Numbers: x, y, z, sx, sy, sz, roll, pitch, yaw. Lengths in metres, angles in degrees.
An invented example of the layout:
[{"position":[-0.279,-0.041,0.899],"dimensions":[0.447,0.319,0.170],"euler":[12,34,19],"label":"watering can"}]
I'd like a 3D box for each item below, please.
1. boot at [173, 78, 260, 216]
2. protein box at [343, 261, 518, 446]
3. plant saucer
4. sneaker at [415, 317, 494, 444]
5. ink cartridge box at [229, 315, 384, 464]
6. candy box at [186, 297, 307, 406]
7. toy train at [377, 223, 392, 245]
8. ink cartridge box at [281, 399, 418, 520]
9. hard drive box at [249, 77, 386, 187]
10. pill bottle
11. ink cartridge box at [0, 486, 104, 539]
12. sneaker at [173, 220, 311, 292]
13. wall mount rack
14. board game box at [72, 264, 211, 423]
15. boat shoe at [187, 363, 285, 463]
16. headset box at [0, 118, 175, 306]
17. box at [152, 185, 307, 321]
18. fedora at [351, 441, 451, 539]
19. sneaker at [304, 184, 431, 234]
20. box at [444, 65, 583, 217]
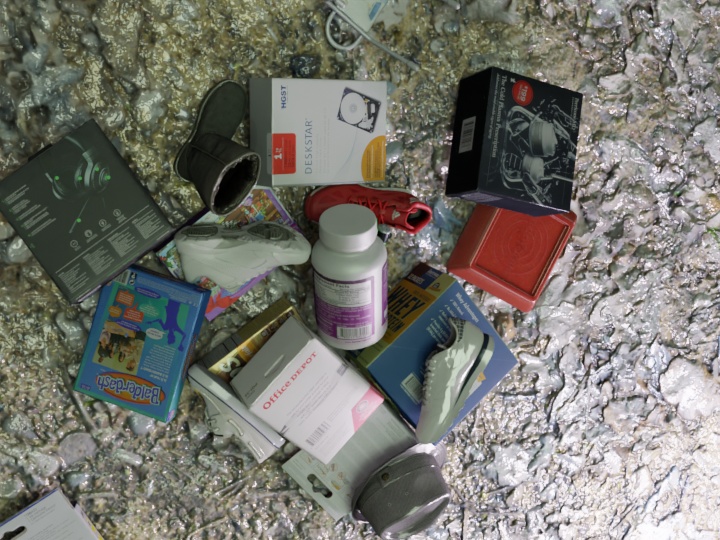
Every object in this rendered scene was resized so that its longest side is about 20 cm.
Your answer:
[{"position":[-0.187,-0.177,1.255],"dimensions":[0.072,0.200,0.183],"euler":[24,93,-25],"label":"boot"},{"position":[0.112,0.135,1.486],"dimensions":[0.200,0.135,0.199],"euler":[-43,114,-8],"label":"protein box"},{"position":[0.274,-0.047,1.566],"dimensions":[0.199,0.037,0.201],"euler":[27,91,-26],"label":"plant saucer"},{"position":[0.128,0.172,1.395],"dimensions":[0.080,0.076,0.201],"euler":[28,87,-14],"label":"sneaker"},{"position":[-0.079,0.185,1.388],"dimensions":[0.147,0.083,0.200],"euler":[-47,129,-2],"label":"ink cartridge box"},{"position":[-0.163,0.150,1.420],"dimensions":[0.199,0.055,0.116],"euler":[-37,114,-11],"label":"candy box"},{"position":[0.000,0.000,1.414],"dimensions":[0.056,0.042,0.201],"euler":[11,129,-12],"label":"toy train"},{"position":[-0.013,0.307,1.534],"dimensions":[0.199,0.057,0.163],"euler":[-37,114,8],"label":"ink cartridge box"},{"position":[-0.062,-0.207,1.347],"dimensions":[0.198,0.077,0.158],"euler":[-7,103,-32],"label":"hard drive box"},{"position":[-0.016,0.008,1.323],"dimensions":[0.111,0.112,0.201],"euler":[-15,128,-18],"label":"pill bottle"},{"position":[-0.490,0.448,1.363],"dimensions":[0.197,0.047,0.201],"euler":[-32,110,-11],"label":"ink cartridge box"},{"position":[-0.169,-0.016,1.317],"dimensions":[0.198,0.078,0.100],"euler":[2,118,5],"label":"sneaker"},{"position":[0.045,-0.405,1.367],"dimensions":[0.173,0.074,0.201],"euler":[34,89,-25],"label":"wall mount rack"},{"position":[-0.319,0.102,1.316],"dimensions":[0.151,0.045,0.202],"euler":[19,95,4],"label":"board game box"},{"position":[-0.200,0.222,1.358],"dimensions":[0.070,0.071,0.200],"euler":[-46,122,-7],"label":"boat shoe"},{"position":[-0.382,-0.083,1.233],"dimensions":[0.174,0.093,0.201],"euler":[-38,96,-10],"label":"headset box"},{"position":[-0.196,-0.038,1.372],"dimensions":[0.200,0.039,0.137],"euler":[-39,112,-10],"label":"box"},{"position":[0.083,0.385,1.520],"dimensions":[0.199,0.091,0.177],"euler":[-29,142,-8],"label":"fedora"},{"position":[0.020,-0.099,1.405],"dimensions":[0.198,0.115,0.079],"euler":[-6,103,-22],"label":"sneaker"},{"position":[0.250,-0.204,1.460],"dimensions":[0.181,0.104,0.202],"euler":[10,85,-25],"label":"box"}]
